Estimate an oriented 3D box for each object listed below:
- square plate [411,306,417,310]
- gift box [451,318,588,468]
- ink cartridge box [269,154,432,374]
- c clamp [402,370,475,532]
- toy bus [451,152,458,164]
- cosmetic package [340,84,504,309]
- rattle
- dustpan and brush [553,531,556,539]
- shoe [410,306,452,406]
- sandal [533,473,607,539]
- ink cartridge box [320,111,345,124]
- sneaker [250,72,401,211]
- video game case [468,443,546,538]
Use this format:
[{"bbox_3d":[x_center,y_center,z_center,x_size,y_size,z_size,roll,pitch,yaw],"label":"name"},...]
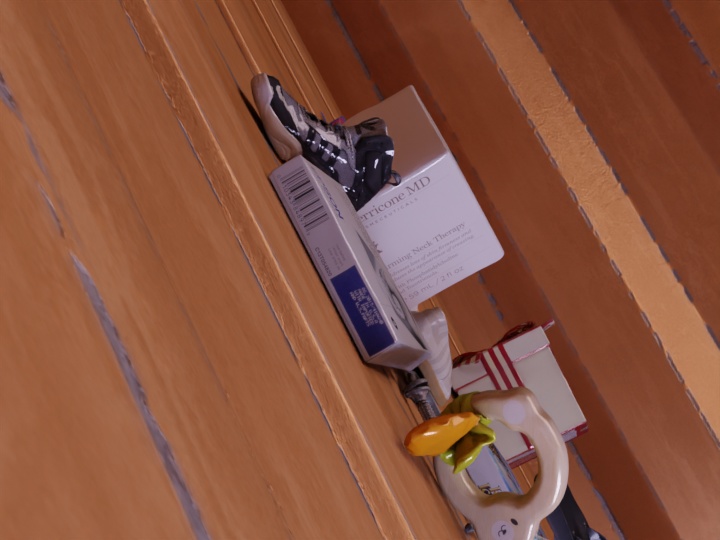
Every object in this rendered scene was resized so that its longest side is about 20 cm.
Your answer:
[{"bbox_3d":[0.025,-0.052,1.996,0.199,0.028,0.201,58,5,-41],"label":"square plate"},{"bbox_3d":[0.243,0.184,1.998,0.200,0.184,0.188,67,-3,-73],"label":"gift box"},{"bbox_3d":[0.000,0.000,1.247,0.201,0.040,0.200,62,8,13],"label":"ink cartridge box"},{"bbox_3d":[0.090,0.180,1.311,0.201,0.027,0.171,64,5,25],"label":"c clamp"},{"bbox_3d":[0.022,-0.159,1.921,0.191,0.136,0.200,17,28,-29],"label":"toy bus"},{"bbox_3d":[0.056,-0.090,1.690,0.200,0.167,0.167,56,7,-41],"label":"cosmetic package"},{"bbox_3d":[0.121,0.210,1.129,0.143,0.129,0.202,-27,107,-80],"label":"rattle"},{"bbox_3d":[0.235,0.392,1.394,0.140,0.057,0.201,63,32,-45],"label":"dustpan and brush"},{"bbox_3d":[0.078,0.093,1.413,0.070,0.053,0.200,51,-7,25],"label":"shoe"},{"bbox_3d":[0.245,0.301,1.381,0.201,0.043,0.076,63,22,3],"label":"sandal"},{"bbox_3d":[-0.009,-0.219,2.560,0.201,0.042,0.120,57,6,-31],"label":"ink cartridge box"},{"bbox_3d":[-0.032,-0.146,1.394,0.201,0.113,0.076,58,5,-33],"label":"sneaker"},{"bbox_3d":[0.165,0.270,1.485,0.182,0.045,0.200,63,5,32],"label":"video game case"}]
